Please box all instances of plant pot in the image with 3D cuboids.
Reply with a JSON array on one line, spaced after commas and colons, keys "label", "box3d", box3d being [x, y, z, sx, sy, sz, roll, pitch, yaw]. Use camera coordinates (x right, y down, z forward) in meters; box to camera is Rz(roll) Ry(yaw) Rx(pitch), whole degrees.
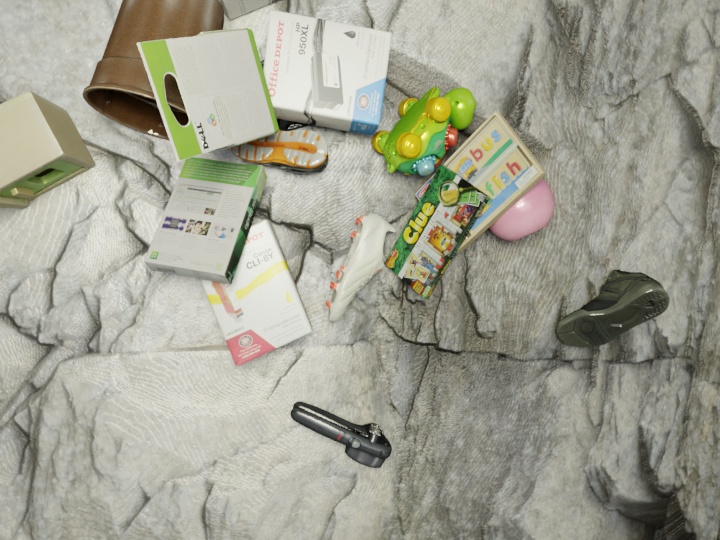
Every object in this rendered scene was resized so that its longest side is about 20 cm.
[{"label": "plant pot", "box3d": [-0.305, -0.332, 0.843, 0.194, 0.200, 0.205, 11, 83, -6]}]

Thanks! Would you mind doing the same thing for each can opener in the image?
[{"label": "can opener", "box3d": [-0.034, 0.287, 0.957, 0.196, 0.063, 0.080, 27, 90, -7]}]

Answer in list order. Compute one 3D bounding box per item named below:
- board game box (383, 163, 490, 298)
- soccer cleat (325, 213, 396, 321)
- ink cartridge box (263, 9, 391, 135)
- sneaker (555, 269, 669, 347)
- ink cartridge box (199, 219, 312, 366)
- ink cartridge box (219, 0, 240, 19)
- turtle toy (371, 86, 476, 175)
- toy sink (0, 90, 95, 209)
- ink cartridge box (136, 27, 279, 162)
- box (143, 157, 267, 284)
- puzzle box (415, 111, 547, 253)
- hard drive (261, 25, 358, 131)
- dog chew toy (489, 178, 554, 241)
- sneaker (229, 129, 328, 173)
[{"label": "board game box", "box3d": [0.127, -0.066, 0.923, 0.104, 0.023, 0.203, 39, 110, 29]}, {"label": "soccer cleat", "box3d": [0.000, 0.000, 0.947, 0.076, 0.069, 0.205, 22, 87, -10]}, {"label": "ink cartridge box", "box3d": [-0.058, -0.314, 0.871, 0.193, 0.084, 0.150, 8, 93, -5]}, {"label": "sneaker", "box3d": [0.457, 0.068, 1.002, 0.197, 0.115, 0.077, -34, 101, 24]}, {"label": "ink cartridge box", "box3d": [-0.183, 0.034, 0.918, 0.142, 0.083, 0.205, -23, 95, -5]}, {"label": "ink cartridge box", "box3d": [-0.163, -0.535, 0.892, 0.195, 0.084, 0.149, -24, 95, -5]}, {"label": "turtle toy", "box3d": [0.116, -0.239, 0.921, 0.101, 0.145, 0.201, 42, 87, -26]}, {"label": "toy sink", "box3d": [-0.548, -0.170, 0.846, 0.196, 0.130, 0.114, -29, 96, -5]}, {"label": "ink cartridge box", "box3d": [-0.219, -0.241, 0.748, 0.074, 0.199, 0.152, -2, 112, 36]}, {"label": "box", "box3d": [-0.245, -0.086, 0.871, 0.140, 0.037, 0.205, 9, 67, 11]}, {"label": "puzzle box", "box3d": [0.195, -0.145, 0.905, 0.200, 0.025, 0.135, -45, 67, 30]}, {"label": "hard drive", "box3d": [-0.071, -0.335, 0.933, 0.195, 0.042, 0.138, -22, 95, -5]}, {"label": "dog chew toy", "box3d": [0.256, -0.158, 0.943, 0.122, 0.125, 0.205, -22, 88, -4]}, {"label": "sneaker", "box3d": [-0.143, -0.206, 0.919, 0.195, 0.077, 0.080, 19, 86, 12]}]
